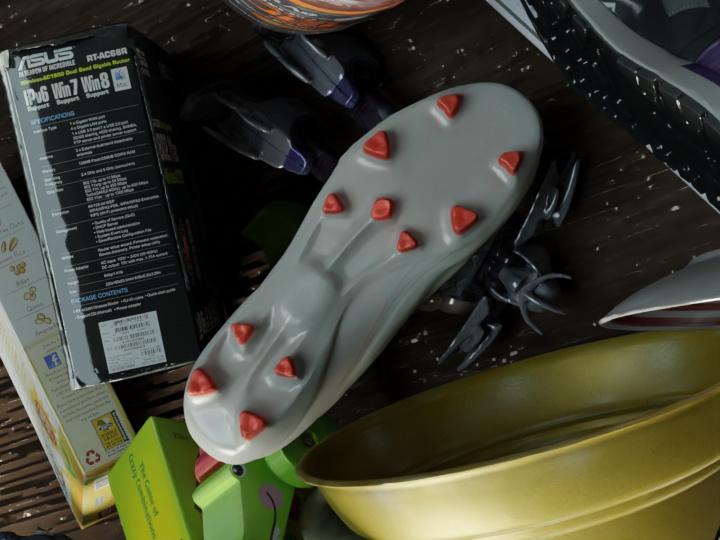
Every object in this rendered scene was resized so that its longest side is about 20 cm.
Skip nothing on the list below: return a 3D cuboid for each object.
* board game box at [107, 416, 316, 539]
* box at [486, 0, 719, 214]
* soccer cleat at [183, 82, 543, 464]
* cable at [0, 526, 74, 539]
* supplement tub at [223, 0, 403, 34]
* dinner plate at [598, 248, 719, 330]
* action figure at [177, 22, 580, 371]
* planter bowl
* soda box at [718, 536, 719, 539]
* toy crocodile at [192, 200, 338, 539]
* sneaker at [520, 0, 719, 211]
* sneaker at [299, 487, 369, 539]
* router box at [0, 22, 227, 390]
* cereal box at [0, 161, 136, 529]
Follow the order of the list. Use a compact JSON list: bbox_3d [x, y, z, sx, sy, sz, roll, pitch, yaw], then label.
[{"bbox_3d":[-0.043,0.164,0.956,0.048,0.101,0.201,-52,42,31],"label":"board game box"},{"bbox_3d":[0.135,-0.113,0.815,0.200,0.060,0.117,47,126,24],"label":"box"},{"bbox_3d":[0.000,0.000,0.874,0.069,0.078,0.200,43,89,12],"label":"soccer cleat"},{"bbox_3d":[-0.100,0.195,1.035,0.199,0.163,0.051,25,74,16],"label":"cable"},{"bbox_3d":[-0.012,-0.153,0.826,0.200,0.106,0.108,-166,65,-81],"label":"supplement tub"},{"bbox_3d":[0.181,0.001,0.709,0.200,0.200,0.024,-11,80,42],"label":"dinner plate"},{"bbox_3d":[0.017,-0.038,0.929,0.200,0.069,0.130,40,105,22],"label":"action figure"},{"bbox_3d":[0.081,0.089,0.818,0.200,0.200,0.084,-12,97,42],"label":"planter bowl"},{"bbox_3d":[0.175,0.141,0.833,0.068,0.063,0.201,34,120,30],"label":"soda box"},{"bbox_3d":[-0.042,0.055,0.954,0.067,0.062,0.201,-36,32,50],"label":"toy crocodile"},{"bbox_3d":[0.126,-0.092,0.752,0.200,0.087,0.076,50,173,43],"label":"sneaker"},{"bbox_3d":[0.059,0.128,0.915,0.200,0.090,0.067,17,110,38],"label":"sneaker"},{"bbox_3d":[-0.111,-0.031,0.969,0.062,0.200,0.151,-13,93,0],"label":"router box"},{"bbox_3d":[-0.174,0.030,1.087,0.201,0.039,0.144,63,166,11],"label":"cereal box"}]
